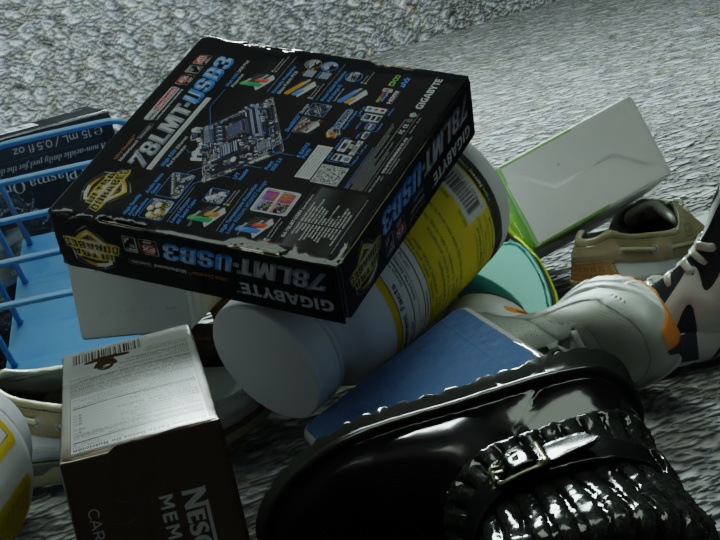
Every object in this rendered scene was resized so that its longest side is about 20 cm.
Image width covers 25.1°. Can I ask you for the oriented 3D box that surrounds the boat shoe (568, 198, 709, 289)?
[{"bbox_3d":[0.221,-0.019,1.173,0.074,0.069,0.200,-4,14,40],"label":"boat shoe"}]

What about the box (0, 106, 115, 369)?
[{"bbox_3d":[-0.296,-0.024,1.418,0.195,0.201,0.117,-17,12,-15],"label":"box"}]

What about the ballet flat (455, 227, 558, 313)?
[{"bbox_3d":[0.086,-0.004,1.150,0.067,0.067,0.201,-28,58,-6],"label":"ballet flat"}]

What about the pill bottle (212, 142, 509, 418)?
[{"bbox_3d":[0.000,0.000,1.033,0.112,0.113,0.200,0,34,45],"label":"pill bottle"}]

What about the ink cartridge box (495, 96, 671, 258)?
[{"bbox_3d":[0.152,-0.057,1.237,0.117,0.068,0.200,-28,-6,-7],"label":"ink cartridge box"}]

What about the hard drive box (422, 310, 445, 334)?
[{"bbox_3d":[-0.004,0.004,1.290,0.155,0.077,0.200,-19,14,-23],"label":"hard drive box"}]

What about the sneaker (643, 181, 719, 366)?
[{"bbox_3d":[0.214,-0.012,0.995,0.198,0.131,0.079,-2,14,31],"label":"sneaker"}]

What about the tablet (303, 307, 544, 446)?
[{"bbox_3d":[0.050,0.085,0.898,0.130,0.014,0.200,-37,23,-9],"label":"tablet"}]

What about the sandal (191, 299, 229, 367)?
[{"bbox_3d":[-0.090,0.042,1.148,0.081,0.055,0.200,-5,-4,16],"label":"sandal"}]

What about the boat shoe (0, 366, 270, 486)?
[{"bbox_3d":[-0.158,0.088,1.046,0.199,0.069,0.075,-13,21,8],"label":"boat shoe"}]

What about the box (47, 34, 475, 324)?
[{"bbox_3d":[-0.056,-0.063,0.993,0.197,0.050,0.200,10,43,24],"label":"box"}]

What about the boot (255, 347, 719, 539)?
[{"bbox_3d":[0.048,0.122,0.722,0.210,0.080,0.158,-27,27,10],"label":"boot"}]

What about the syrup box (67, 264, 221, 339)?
[{"bbox_3d":[-0.131,-0.020,1.121,0.078,0.082,0.200,-5,14,12],"label":"syrup box"}]

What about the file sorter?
[{"bbox_3d":[-0.221,-0.003,1.243,0.138,0.123,0.201,-12,44,7],"label":"file sorter"}]

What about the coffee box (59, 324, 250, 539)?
[{"bbox_3d":[-0.106,0.112,0.840,0.079,0.115,0.200,-14,14,-7],"label":"coffee box"}]

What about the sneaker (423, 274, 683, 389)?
[{"bbox_3d":[0.104,0.058,0.984,0.092,0.076,0.199,-33,15,-39],"label":"sneaker"}]

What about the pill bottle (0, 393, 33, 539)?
[{"bbox_3d":[-0.246,0.130,0.906,0.111,0.112,0.200,-12,12,6],"label":"pill bottle"}]
